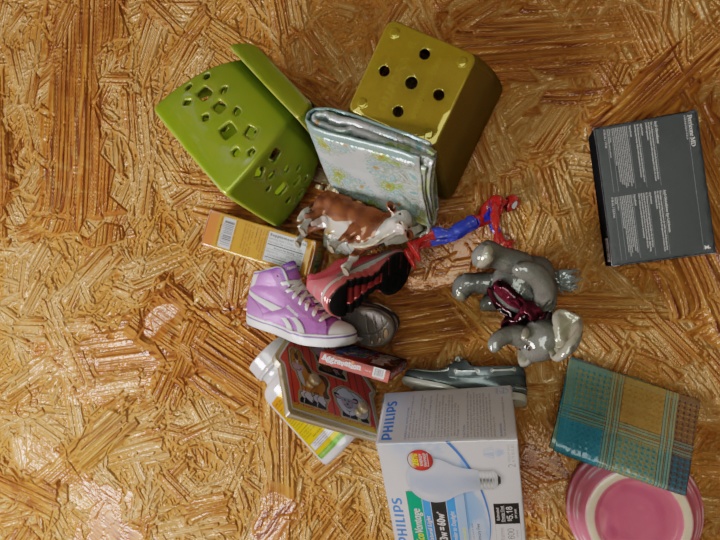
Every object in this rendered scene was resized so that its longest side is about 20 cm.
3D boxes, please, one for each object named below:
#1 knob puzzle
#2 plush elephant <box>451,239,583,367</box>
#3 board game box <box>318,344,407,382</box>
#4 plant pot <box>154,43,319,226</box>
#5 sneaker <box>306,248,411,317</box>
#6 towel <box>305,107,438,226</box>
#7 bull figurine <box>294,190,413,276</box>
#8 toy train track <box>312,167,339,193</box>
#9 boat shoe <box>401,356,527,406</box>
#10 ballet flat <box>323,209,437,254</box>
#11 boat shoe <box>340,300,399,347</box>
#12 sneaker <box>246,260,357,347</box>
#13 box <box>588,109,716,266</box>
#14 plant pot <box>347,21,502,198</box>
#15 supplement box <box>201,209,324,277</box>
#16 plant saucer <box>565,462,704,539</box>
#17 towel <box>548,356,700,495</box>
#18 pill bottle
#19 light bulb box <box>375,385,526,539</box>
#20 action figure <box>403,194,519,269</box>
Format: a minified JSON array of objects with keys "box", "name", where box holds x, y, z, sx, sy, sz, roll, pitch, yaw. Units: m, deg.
[{"box":[-0.048,0.160,0.959,0.220,0.219,0.031,45,115,8],"name":"knob puzzle"},{"box":[0.238,0.066,0.899,0.197,0.165,0.157,6,66,-11],"name":"plush elephant"},{"box":[0.010,0.138,0.933,0.102,0.200,0.020,16,89,11],"name":"board game box"},{"box":[-0.160,-0.215,0.957,0.181,0.199,0.200,-43,72,4],"name":"plant pot"},{"box":[0.000,0.000,0.954,0.086,0.199,0.075,30,126,36],"name":"sneaker"},{"box":[0.022,-0.147,0.893,0.198,0.172,0.048,24,68,20],"name":"towel"},{"box":[-0.014,-0.064,0.919,0.121,0.066,0.199,-40,42,-24],"name":"bull figurine"},{"box":[-0.005,-0.137,1.014,0.197,0.033,0.116,19,96,10],"name":"toy train track"},{"box":[0.166,0.172,0.976,0.197,0.073,0.063,5,66,14],"name":"boat shoe"},{"box":[0.027,-0.062,0.983,0.197,0.072,0.073,-16,88,13],"name":"ballet flat"},{"box":[-0.026,0.075,1.007,0.198,0.073,0.076,19,104,25],"name":"boat shoe"},{"box":[-0.092,0.048,0.952,0.198,0.072,0.116,13,102,22],"name":"sneaker"},{"box":[0.421,-0.115,0.896,0.139,0.079,0.203,-7,90,16],"name":"box"},{"box":[0.085,-0.249,0.910,0.198,0.176,0.202,27,93,10],"name":"plant pot"},{"box":[-0.162,-0.045,1.036,0.197,0.066,0.070,19,94,11],"name":"supplement box"},{"box":[0.415,0.367,0.926,0.197,0.051,0.204,1,92,12],"name":"plant saucer"},{"box":[0.394,0.230,0.916,0.197,0.022,0.148,17,72,11],"name":"towel"},{"box":[-0.085,0.204,1.002,0.200,0.111,0.111,45,100,8],"name":"pill bottle"},{"box":[0.138,0.293,0.918,0.197,0.125,0.201,-6,113,12],"name":"light bulb box"},{"box":[0.175,-0.045,0.939,0.198,0.065,0.100,-31,81,-12],"name":"action figure"}]
